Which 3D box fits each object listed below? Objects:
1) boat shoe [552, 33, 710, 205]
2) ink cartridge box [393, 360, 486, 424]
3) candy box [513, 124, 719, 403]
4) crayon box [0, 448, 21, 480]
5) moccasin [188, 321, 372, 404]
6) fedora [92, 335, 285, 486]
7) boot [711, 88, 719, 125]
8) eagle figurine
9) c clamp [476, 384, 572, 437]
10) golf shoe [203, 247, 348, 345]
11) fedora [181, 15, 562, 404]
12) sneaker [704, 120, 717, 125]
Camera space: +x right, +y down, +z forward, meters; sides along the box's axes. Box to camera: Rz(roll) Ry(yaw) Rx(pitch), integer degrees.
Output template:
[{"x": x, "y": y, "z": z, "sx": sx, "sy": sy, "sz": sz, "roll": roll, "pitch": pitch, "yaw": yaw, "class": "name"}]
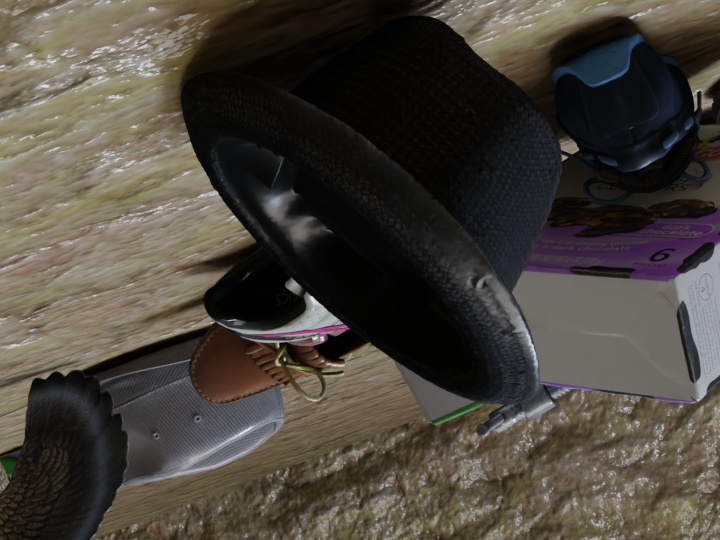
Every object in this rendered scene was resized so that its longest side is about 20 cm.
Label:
[{"x": 0.134, "y": -0.068, "z": 0.898, "sx": 0.084, "sy": 0.069, "sz": 0.200, "roll": -24, "pitch": 174, "yaw": 19, "class": "boat shoe"}, {"x": 0.133, "y": 0.012, "z": 1.211, "sx": 0.199, "sy": 0.084, "sz": 0.145, "roll": -31, "pitch": 180, "yaw": -33, "class": "ink cartridge box"}, {"x": 0.158, "y": -0.012, "z": 0.948, "sx": 0.167, "sy": 0.072, "sz": 0.200, "roll": 4, "pitch": -153, "yaw": 43, "class": "candy box"}, {"x": -0.298, "y": 0.198, "z": 1.667, "sx": 0.199, "sy": 0.059, "sz": 0.119, "roll": -22, "pitch": 171, "yaw": 20, "class": "crayon box"}, {"x": -0.028, "y": 0.036, "z": 1.139, "sx": 0.200, "sy": 0.074, "sz": 0.078, "roll": -21, "pitch": -164, "yaw": 20, "class": "moccasin"}, {"x": -0.138, "y": 0.112, "z": 1.363, "sx": 0.198, "sy": 0.091, "sz": 0.177, "roll": -20, "pitch": 171, "yaw": 5, "class": "fedora"}, {"x": 0.276, "y": -0.069, "z": 0.994, "sx": 0.067, "sy": 0.132, "sz": 0.200, "roll": -15, "pitch": 170, "yaw": -21, "class": "boot"}, {"x": -0.255, "y": 0.175, "z": 1.226, "sx": 0.200, "sy": 0.151, "sz": 0.152, "roll": -48, "pitch": 154, "yaw": -50, "class": "eagle figurine"}, {"x": 0.171, "y": 0.053, "z": 1.173, "sx": 0.199, "sy": 0.027, "sz": 0.171, "roll": -32, "pitch": 179, "yaw": 8, "class": "c clamp"}, {"x": 0.000, "y": 0.000, "z": 1.030, "sx": 0.199, "sy": 0.073, "sz": 0.092, "roll": -24, "pitch": 169, "yaw": 29, "class": "golf shoe"}, {"x": 0.020, "y": -0.035, "z": 0.692, "sx": 0.092, "sy": 0.200, "sz": 0.201, "roll": -48, "pitch": 177, "yaw": -12, "class": "fedora"}, {"x": 0.258, "y": -0.085, "z": 1.129, "sx": 0.198, "sy": 0.071, "sz": 0.082, "roll": -21, "pitch": 155, "yaw": -8, "class": "sneaker"}]
